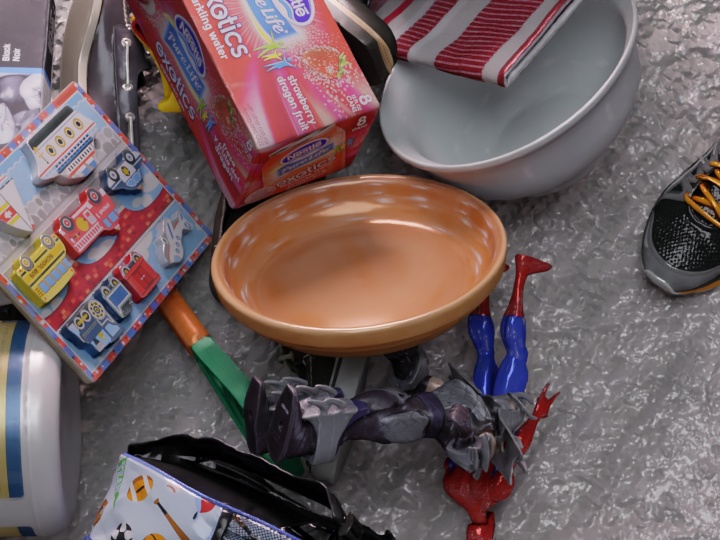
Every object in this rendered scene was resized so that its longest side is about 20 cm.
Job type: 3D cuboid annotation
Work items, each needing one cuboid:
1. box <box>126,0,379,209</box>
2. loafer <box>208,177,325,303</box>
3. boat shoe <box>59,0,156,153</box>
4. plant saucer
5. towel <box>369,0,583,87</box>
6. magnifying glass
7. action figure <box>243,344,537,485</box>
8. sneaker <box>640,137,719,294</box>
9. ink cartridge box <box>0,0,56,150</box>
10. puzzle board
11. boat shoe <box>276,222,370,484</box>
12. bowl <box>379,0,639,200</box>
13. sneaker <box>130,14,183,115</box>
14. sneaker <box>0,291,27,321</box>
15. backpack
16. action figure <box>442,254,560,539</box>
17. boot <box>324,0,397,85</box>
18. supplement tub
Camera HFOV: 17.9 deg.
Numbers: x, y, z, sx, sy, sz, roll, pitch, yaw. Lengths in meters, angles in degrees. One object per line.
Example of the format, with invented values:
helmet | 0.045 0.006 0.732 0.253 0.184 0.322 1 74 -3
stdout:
box | -0.080 -0.159 1.580 0.099 0.096 0.201 -20 73 -23
loafer | -0.061 -0.072 1.639 0.072 0.071 0.202 8 68 4
boat shoe | -0.184 -0.143 1.682 0.062 0.073 0.202 12 67 -21
plant saucer | 0.000 0.000 1.528 0.198 0.038 0.201 -5 31 3
towel | 0.078 -0.205 1.660 0.199 0.023 0.144 21 65 47
magnifying glass | -0.099 0.068 1.589 0.022 0.080 0.200 -33 61 -12
action figure | 0.029 0.094 1.486 0.198 0.130 0.070 -2 109 -26
sneaker | 0.271 -0.067 1.632 0.078 0.077 0.200 38 74 13
ink cartridge box | -0.327 -0.114 1.675 0.198 0.043 0.200 -1 68 2
puzzle board | -0.188 -0.031 1.555 0.151 0.017 0.200 49 35 -10
boat shoe | -0.025 0.053 1.593 0.063 0.071 0.201 8 60 3
bowl | 0.120 -0.118 1.626 0.200 0.091 0.202 -20 40 18
sneaker | -0.134 -0.205 1.669 0.077 0.073 0.201 3 58 -34
sneaker | -0.312 0.010 1.603 0.198 0.091 0.067 3 97 -1
backpack | -0.085 0.192 1.483 0.190 0.200 0.155 31 84 16
action figure | 0.095 0.092 1.575 0.065 0.052 0.202 2 77 41
boot | 0.000 -0.222 1.667 0.138 0.078 0.200 -34 46 -16
supplement tub | -0.293 0.107 1.529 0.198 0.145 0.146 -1 68 0
